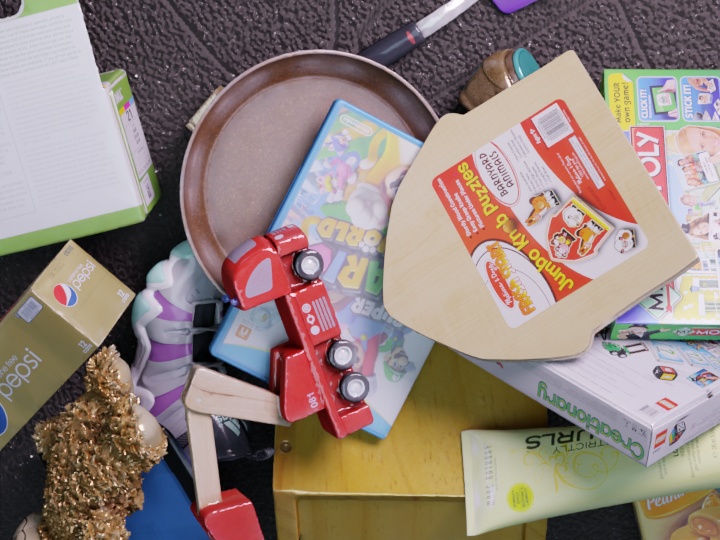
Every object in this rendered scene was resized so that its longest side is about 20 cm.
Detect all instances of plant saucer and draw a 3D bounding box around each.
[{"bbox_3d":[-0.031,-0.057,1.182,0.199,0.034,0.201,-1,97,-10],"label":"plant saucer"}]

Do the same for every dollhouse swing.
[{"bbox_3d":[0.040,0.152,1.272,0.199,0.176,0.183,0,65,3],"label":"dollhouse swing"}]

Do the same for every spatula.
[{"bbox_3d":[0.056,-0.181,1.178,0.199,0.021,0.057,-31,104,11],"label":"spatula"}]

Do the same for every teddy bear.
[{"bbox_3d":[-0.196,0.149,1.159,0.067,0.145,0.200,-1,145,-37],"label":"teddy bear"}]

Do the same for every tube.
[{"bbox_3d":[0.165,0.136,1.140,0.199,0.058,0.052,-10,114,20],"label":"tube"}]

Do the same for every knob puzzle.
[{"bbox_3d":[0.104,-0.023,1.121,0.218,0.030,0.221,-6,74,20],"label":"knob puzzle"}]

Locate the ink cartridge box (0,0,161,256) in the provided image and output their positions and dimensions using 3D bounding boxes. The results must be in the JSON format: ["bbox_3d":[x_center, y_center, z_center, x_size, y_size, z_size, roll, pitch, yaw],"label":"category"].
[{"bbox_3d":[-0.242,-0.121,1.181,0.147,0.076,0.201,-13,105,7],"label":"ink cartridge box"}]

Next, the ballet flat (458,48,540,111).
[{"bbox_3d":[0.136,-0.065,1.192,0.072,0.068,0.200,-29,104,31],"label":"ballet flat"}]

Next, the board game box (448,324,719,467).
[{"bbox_3d":[0.162,0.053,1.133,0.126,0.200,0.035,-22,128,-36],"label":"board game box"}]

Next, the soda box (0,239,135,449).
[{"bbox_3d":[-0.250,0.069,1.207,0.064,0.068,0.200,41,127,-10],"label":"soda box"}]

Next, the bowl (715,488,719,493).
[{"bbox_3d":[0.337,0.089,1.163,0.200,0.105,0.202,-5,103,-23],"label":"bowl"}]

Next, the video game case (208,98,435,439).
[{"bbox_3d":[0.000,0.000,1.168,0.143,0.018,0.201,27,92,-11],"label":"video game case"}]

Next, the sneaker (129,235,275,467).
[{"bbox_3d":[-0.110,0.086,1.208,0.140,0.078,0.201,36,119,29],"label":"sneaker"}]

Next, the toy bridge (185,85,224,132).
[{"bbox_3d":[-0.051,-0.045,1.220,0.200,0.027,0.067,42,104,-9],"label":"toy bridge"}]

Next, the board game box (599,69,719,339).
[{"bbox_3d":[0.236,-0.048,1.140,0.134,0.029,0.201,1,64,1],"label":"board game box"}]

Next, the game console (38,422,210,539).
[{"bbox_3d":[-0.178,0.220,1.209,0.118,0.200,0.171,31,63,-28],"label":"game console"}]

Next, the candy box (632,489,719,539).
[{"bbox_3d":[0.254,0.131,1.244,0.115,0.055,0.201,-14,106,4],"label":"candy box"}]

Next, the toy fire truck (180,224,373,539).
[{"bbox_3d":[-0.069,0.084,1.124,0.140,0.049,0.201,-23,100,-14],"label":"toy fire truck"}]
